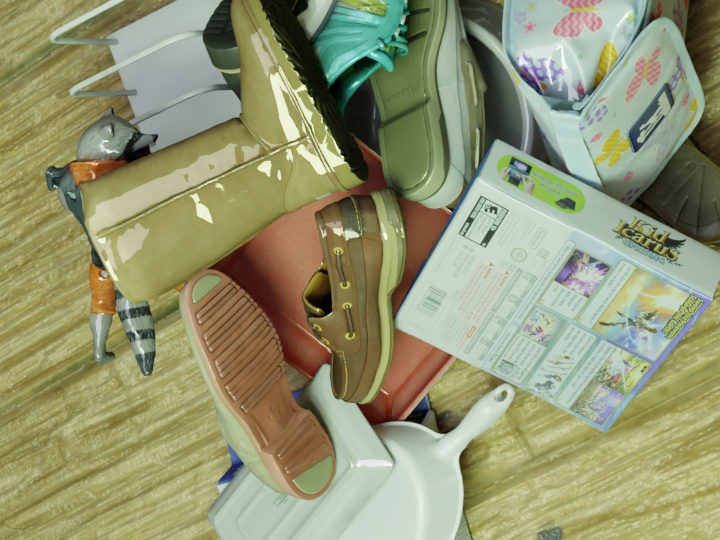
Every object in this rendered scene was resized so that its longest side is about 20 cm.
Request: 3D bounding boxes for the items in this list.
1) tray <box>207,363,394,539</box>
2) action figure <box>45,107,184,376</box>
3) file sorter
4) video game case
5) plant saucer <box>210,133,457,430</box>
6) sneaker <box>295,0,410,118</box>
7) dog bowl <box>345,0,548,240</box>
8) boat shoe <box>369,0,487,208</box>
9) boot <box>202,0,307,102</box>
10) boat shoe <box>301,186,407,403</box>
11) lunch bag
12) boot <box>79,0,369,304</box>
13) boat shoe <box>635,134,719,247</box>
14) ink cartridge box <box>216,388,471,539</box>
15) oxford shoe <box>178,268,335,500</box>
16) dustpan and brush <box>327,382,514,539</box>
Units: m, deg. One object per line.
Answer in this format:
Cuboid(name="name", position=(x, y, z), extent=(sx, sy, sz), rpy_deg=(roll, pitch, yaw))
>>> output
Cuboid(name="tray", position=(-0.056, 0.176, 1.688), extent=(0.200, 0.022, 0.107), rpy_deg=(-52, 58, 33))
Cuboid(name="action figure", position=(-0.154, -0.030, 1.611), extent=(0.200, 0.105, 0.194), rpy_deg=(-10, 109, 25))
Cuboid(name="file sorter", position=(-0.143, -0.123, 1.717), extent=(0.139, 0.124, 0.200), rpy_deg=(-23, 85, 26))
Cuboid(name="video game case", position=(0.138, 0.015, 1.524), extent=(0.181, 0.045, 0.200), rpy_deg=(28, 144, -1))
Cuboid(name="plant saucer", position=(0.000, 0.000, 1.648), extent=(0.200, 0.037, 0.200), rpy_deg=(37, 123, -1))
Cuboid(name="sneaker", position=(0.009, -0.183, 1.555), extent=(0.080, 0.077, 0.200), rpy_deg=(39, 100, 26))
Cuboid(name="dog bowl", position=(0.062, -0.113, 1.657), extent=(0.200, 0.059, 0.200), rpy_deg=(3, 96, 25))
Cuboid(name="boat shoe", position=(0.053, -0.140, 1.587), extent=(0.075, 0.068, 0.200), rpy_deg=(-14, 68, 40))
Cuboid(name="boot", position=(-0.048, -0.180, 1.675), extent=(0.077, 0.200, 0.138), rpy_deg=(7, 136, 33))
Cuboid(name="boat shoe", position=(-0.011, 0.021, 1.577), extent=(0.200, 0.067, 0.072), rpy_deg=(97, 163, -44))
Cuboid(name="lunch bag", position=(0.171, -0.154, 1.496), extent=(0.127, 0.170, 0.200), rpy_deg=(-1, 64, 18))
Cuboid(name="boot", position=(-0.117, -0.091, 1.525), extent=(0.200, 0.066, 0.175), rpy_deg=(-25, 91, 17))
Cuboid(name="boat shoe", position=(0.212, -0.083, 1.582), extent=(0.073, 0.065, 0.200), rpy_deg=(-39, 58, 3))
Cuboid(name="ink cartridge box", position=(-0.017, 0.191, 1.732), extent=(0.199, 0.041, 0.200), rpy_deg=(-18, 87, 26))
Cuboid(name="oxford shoe", position=(-0.094, 0.090, 1.611), extent=(0.074, 0.071, 0.200), rpy_deg=(-2, 119, 48))
Cuboid(name="dustpan and brush", position=(0.046, 0.155, 1.648), extent=(0.200, 0.057, 0.140), rpy_deg=(-51, 61, 32))
